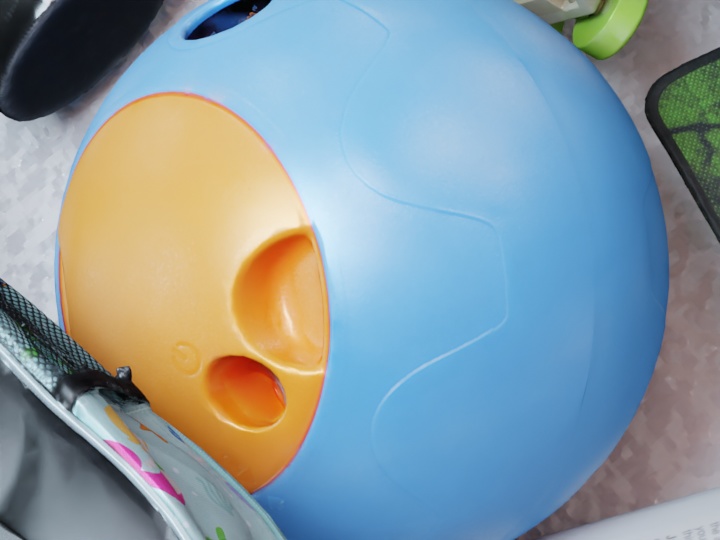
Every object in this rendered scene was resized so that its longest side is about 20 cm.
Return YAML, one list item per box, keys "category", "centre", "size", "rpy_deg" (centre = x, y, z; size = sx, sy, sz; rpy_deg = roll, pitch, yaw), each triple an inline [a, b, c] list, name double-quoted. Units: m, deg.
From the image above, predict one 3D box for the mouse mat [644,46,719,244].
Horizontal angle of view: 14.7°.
- category: "mouse mat"
  centre: [0.202, -0.017, 0.900]
  size: [0.161, 0.008, 0.200]
  rpy_deg: [-24, 62, -4]

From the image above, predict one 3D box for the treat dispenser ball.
- category: "treat dispenser ball"
  centre: [0.000, 0.000, 0.907]
  size: [0.201, 0.201, 0.201]
  rpy_deg: [-2, 78, 8]

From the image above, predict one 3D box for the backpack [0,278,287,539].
- category: "backpack"
  centre: [-0.113, 0.102, 0.788]
  size: [0.200, 0.151, 0.178]
  rpy_deg: [37, 97, 22]

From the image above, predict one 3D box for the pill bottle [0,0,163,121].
- category: "pill bottle"
  centre: [-0.165, -0.150, 1.009]
  size: [0.200, 0.112, 0.112]
  rpy_deg: [43, 88, 14]

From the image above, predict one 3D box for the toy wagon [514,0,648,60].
- category: "toy wagon"
  centre: [0.023, -0.121, 0.927]
  size: [0.155, 0.200, 0.040]
  rpy_deg: [28, 78, -18]

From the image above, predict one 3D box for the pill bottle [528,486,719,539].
- category: "pill bottle"
  centre: [0.138, 0.123, 0.905]
  size: [0.200, 0.114, 0.115]
  rpy_deg: [-17, 77, 5]
